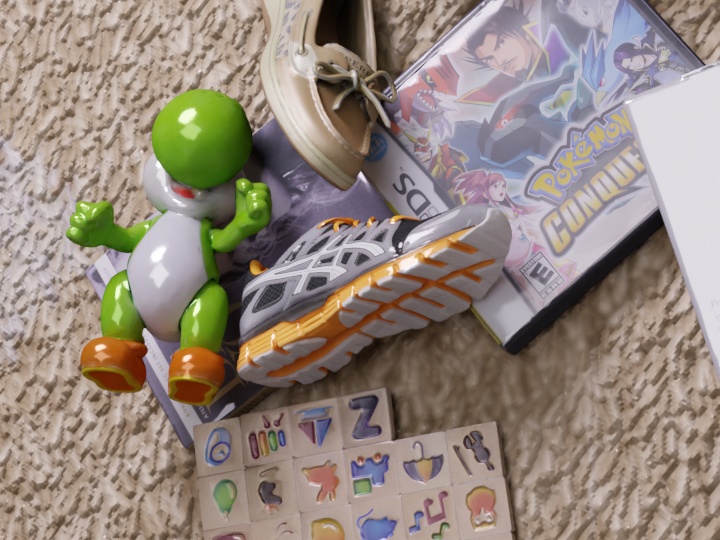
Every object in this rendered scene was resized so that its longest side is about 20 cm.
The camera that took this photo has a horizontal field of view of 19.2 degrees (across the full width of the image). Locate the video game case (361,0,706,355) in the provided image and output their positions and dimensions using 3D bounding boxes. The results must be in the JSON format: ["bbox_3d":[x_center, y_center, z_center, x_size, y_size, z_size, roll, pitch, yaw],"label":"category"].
[{"bbox_3d":[0.109,-0.081,1.283,0.200,0.025,0.181,-42,66,8],"label":"video game case"}]

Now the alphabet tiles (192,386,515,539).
[{"bbox_3d":[-0.003,0.157,1.286,0.199,0.008,0.168,-12,74,19],"label":"alphabet tiles"}]

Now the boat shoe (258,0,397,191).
[{"bbox_3d":[-0.019,-0.132,1.304,0.063,0.073,0.201,-33,42,21],"label":"boat shoe"}]

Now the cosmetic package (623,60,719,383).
[{"bbox_3d":[0.226,-0.014,1.178,0.101,0.074,0.201,-19,75,13],"label":"cosmetic package"}]

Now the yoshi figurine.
[{"bbox_3d":[-0.111,-0.027,1.300,0.112,0.112,0.201,-13,59,47],"label":"yoshi figurine"}]

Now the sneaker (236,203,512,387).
[{"bbox_3d":[0.000,0.000,1.268,0.199,0.078,0.078,-25,59,28],"label":"sneaker"}]

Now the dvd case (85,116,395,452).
[{"bbox_3d":[-0.068,-0.002,1.359,0.200,0.016,0.149,-38,65,12],"label":"dvd case"}]
